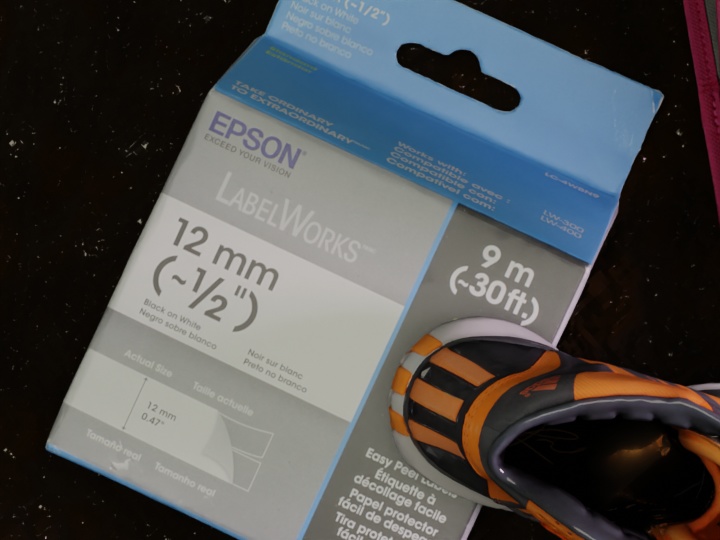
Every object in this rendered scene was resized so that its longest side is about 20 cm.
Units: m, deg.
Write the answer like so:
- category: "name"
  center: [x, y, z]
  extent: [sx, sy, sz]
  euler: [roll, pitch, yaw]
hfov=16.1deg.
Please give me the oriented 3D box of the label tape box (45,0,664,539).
- category: "label tape box"
  center: [0.000, 0.000, 0.872]
  extent: [0.143, 0.066, 0.200]
  euler: [25, 92, 5]

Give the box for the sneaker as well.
- category: "sneaker"
  center: [0.112, 0.075, 0.807]
  extent: [0.200, 0.112, 0.078]
  euler: [14, 95, -25]

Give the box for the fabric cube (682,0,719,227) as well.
- category: "fabric cube"
  center: [0.193, -0.123, 0.758]
  extent: [0.199, 0.196, 0.200]
  euler: [-7, 57, 5]
